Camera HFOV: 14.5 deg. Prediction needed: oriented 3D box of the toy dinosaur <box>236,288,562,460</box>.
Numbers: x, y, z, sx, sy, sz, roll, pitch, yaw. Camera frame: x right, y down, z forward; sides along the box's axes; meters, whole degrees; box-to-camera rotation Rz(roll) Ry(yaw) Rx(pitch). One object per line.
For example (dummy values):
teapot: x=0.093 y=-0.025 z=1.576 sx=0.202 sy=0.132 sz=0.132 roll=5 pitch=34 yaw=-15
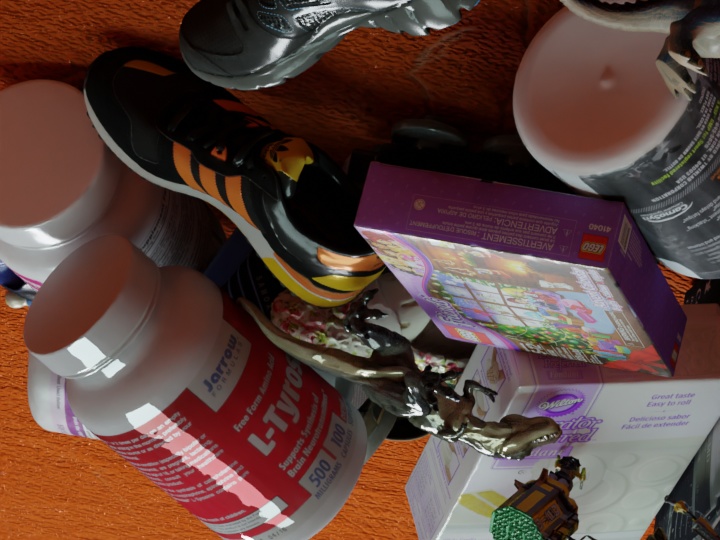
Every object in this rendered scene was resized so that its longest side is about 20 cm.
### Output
toy dinosaur: x=0.019 y=0.056 z=1.578 sx=0.200 sy=0.048 sz=0.088 roll=27 pitch=161 yaw=3

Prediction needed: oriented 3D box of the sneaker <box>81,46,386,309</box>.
sneaker: x=-0.061 y=-0.065 z=1.573 sx=0.200 sy=0.070 sz=0.090 roll=40 pitch=153 yaw=-5

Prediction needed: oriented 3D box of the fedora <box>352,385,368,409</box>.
fedora: x=-0.048 y=0.074 z=1.966 sx=0.177 sy=0.090 sz=0.200 roll=5 pitch=167 yaw=46

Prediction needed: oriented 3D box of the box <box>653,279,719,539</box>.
box: x=0.268 y=0.089 z=1.720 sx=0.124 sy=0.200 sz=0.197 roll=13 pitch=161 yaw=-9

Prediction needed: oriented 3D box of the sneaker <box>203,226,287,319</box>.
sneaker: x=-0.065 y=0.037 z=1.734 sx=0.078 sy=0.200 sz=0.070 roll=38 pitch=-167 yaw=24

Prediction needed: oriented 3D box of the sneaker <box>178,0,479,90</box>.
sneaker: x=-0.026 y=-0.149 z=1.399 sx=0.200 sy=0.073 sz=0.082 roll=-17 pitch=132 yaw=42

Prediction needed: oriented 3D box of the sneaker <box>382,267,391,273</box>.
sneaker: x=0.000 y=0.000 z=1.792 sx=0.083 sy=0.072 sz=0.200 roll=13 pitch=161 yaw=-6

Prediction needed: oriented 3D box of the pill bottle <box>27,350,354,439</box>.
pill bottle: x=-0.107 y=0.064 z=1.844 sx=0.200 sy=0.112 sz=0.112 roll=9 pitch=162 yaw=9

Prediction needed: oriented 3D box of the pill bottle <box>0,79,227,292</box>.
pill bottle: x=-0.162 y=-0.032 z=1.712 sx=0.113 sy=0.114 sz=0.200 roll=3 pitch=160 yaw=19

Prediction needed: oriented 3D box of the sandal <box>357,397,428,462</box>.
sandal: x=0.040 y=0.079 z=1.845 sx=0.055 sy=0.200 sz=0.082 roll=36 pitch=117 yaw=2

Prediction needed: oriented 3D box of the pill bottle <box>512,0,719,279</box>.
pill bottle: x=0.169 y=-0.061 z=1.478 sx=0.106 sy=0.106 sz=0.200 roll=-3 pitch=157 yaw=32

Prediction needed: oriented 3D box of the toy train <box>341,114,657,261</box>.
toy train: x=0.087 y=-0.029 z=1.641 sx=0.200 sy=0.085 sz=0.114 roll=9 pitch=161 yaw=3

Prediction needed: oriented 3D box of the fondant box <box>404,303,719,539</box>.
fondant box: x=0.125 y=0.099 z=1.705 sx=0.144 sy=0.058 sz=0.200 roll=-2 pitch=144 yaw=-19

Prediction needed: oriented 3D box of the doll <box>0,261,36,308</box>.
doll: x=-0.218 y=-0.008 z=1.908 sx=0.200 sy=0.049 sz=0.136 roll=19 pitch=153 yaw=-26

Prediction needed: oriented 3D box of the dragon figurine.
dragon figurine: x=0.190 y=-0.126 z=1.350 sx=0.200 sy=0.100 sz=0.059 roll=26 pitch=166 yaw=13

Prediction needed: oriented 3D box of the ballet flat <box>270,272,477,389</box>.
ballet flat: x=0.037 y=0.030 z=1.687 sx=0.200 sy=0.076 sz=0.064 roll=12 pitch=135 yaw=-39

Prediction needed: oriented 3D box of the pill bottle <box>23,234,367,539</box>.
pill bottle: x=-0.097 y=0.070 z=1.648 sx=0.112 sy=0.112 sz=0.200 roll=-10 pitch=138 yaw=45

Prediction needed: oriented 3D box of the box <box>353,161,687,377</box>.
box: x=0.089 y=0.002 z=1.510 sx=0.137 sy=0.039 sz=0.200 roll=10 pitch=165 yaw=20

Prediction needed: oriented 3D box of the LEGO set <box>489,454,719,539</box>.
LEGO set: x=0.171 y=0.188 z=1.665 sx=0.200 sy=0.116 sz=0.154 roll=18 pitch=125 yaw=31
